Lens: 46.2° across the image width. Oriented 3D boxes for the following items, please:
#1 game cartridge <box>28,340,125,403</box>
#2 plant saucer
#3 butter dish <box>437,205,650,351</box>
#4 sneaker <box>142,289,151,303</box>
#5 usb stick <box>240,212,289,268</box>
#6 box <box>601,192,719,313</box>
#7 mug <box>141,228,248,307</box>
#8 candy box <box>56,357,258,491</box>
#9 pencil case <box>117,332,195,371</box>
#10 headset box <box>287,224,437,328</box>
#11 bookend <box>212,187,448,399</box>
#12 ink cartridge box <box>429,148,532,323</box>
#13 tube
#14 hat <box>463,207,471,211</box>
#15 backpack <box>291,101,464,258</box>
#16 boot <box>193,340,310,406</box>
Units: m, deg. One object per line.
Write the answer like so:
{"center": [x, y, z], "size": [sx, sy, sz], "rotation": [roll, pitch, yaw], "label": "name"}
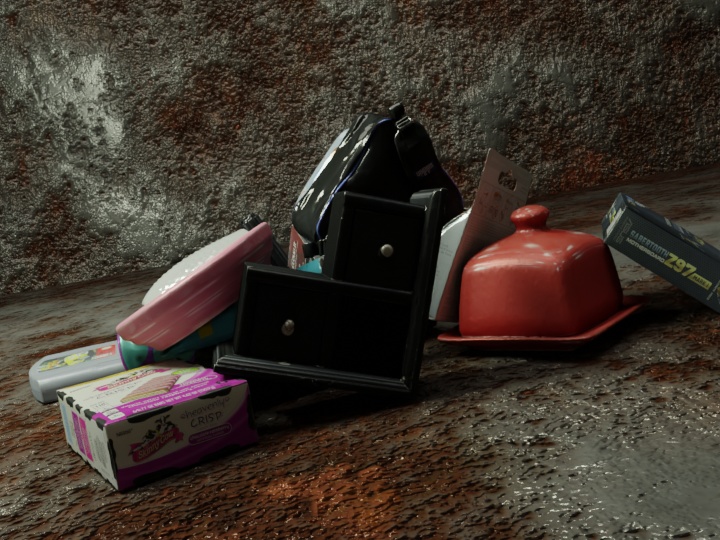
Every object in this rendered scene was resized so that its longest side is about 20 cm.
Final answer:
{"center": [-0.396, 0.140, 1.190], "size": [0.130, 0.042, 0.200], "rotation": [-16, 8, -16], "label": "game cartridge"}
{"center": [-0.171, 0.023, 0.923], "size": [0.199, 0.051, 0.201], "rotation": [-35, 6, 4], "label": "plant saucer"}
{"center": [0.200, 0.002, 0.956], "size": [0.197, 0.151, 0.198], "rotation": [-5, 9, 40], "label": "butter dish"}
{"center": [-0.321, 0.072, 1.329], "size": [0.074, 0.079, 0.200], "rotation": [-24, 15, 19], "label": "sneaker"}
{"center": [-0.107, 0.005, 1.225], "size": [0.032, 0.201, 0.055], "rotation": [-36, -6, -6], "label": "usb stick"}
{"center": [0.364, -0.025, 0.997], "size": [0.156, 0.052, 0.200], "rotation": [33, 17, 9], "label": "box"}
{"center": [-0.199, 0.059, 1.178], "size": [0.173, 0.150, 0.200], "rotation": [-27, 42, -19], "label": "mug"}
{"center": [-0.200, 0.138, 0.808], "size": [0.134, 0.062, 0.199], "rotation": [-14, 8, -31], "label": "candy box"}
{"center": [-0.199, 0.077, 1.064], "size": [0.196, 0.094, 0.085], "rotation": [-22, -8, -4], "label": "pencil case"}
{"center": [0.000, 0.000, 1.137], "size": [0.146, 0.078, 0.201], "rotation": [-12, 46, -25], "label": "headset box"}
{"center": [-0.032, 0.006, 0.821], "size": [0.194, 0.205, 0.092], "rotation": [10, 2, -11], "label": "bookend"}
{"center": [0.134, -0.038, 1.017], "size": [0.049, 0.204, 0.161], "rotation": [18, 4, 30], "label": "ink cartridge box"}
{"center": [-0.122, 0.048, 0.924], "size": [0.197, 0.051, 0.077], "rotation": [-23, 4, 7], "label": "tube"}
{"center": [0.166, -0.015, 1.307], "size": [0.081, 0.201, 0.199], "rotation": [-52, 24, -18], "label": "hat"}
{"center": [0.026, -0.069, 1.014], "size": [0.202, 0.190, 0.154], "rotation": [-54, 29, -2], "label": "backpack"}
{"center": [-0.078, 0.085, 0.975], "size": [0.207, 0.081, 0.157], "rotation": [-14, 8, -28], "label": "boot"}
